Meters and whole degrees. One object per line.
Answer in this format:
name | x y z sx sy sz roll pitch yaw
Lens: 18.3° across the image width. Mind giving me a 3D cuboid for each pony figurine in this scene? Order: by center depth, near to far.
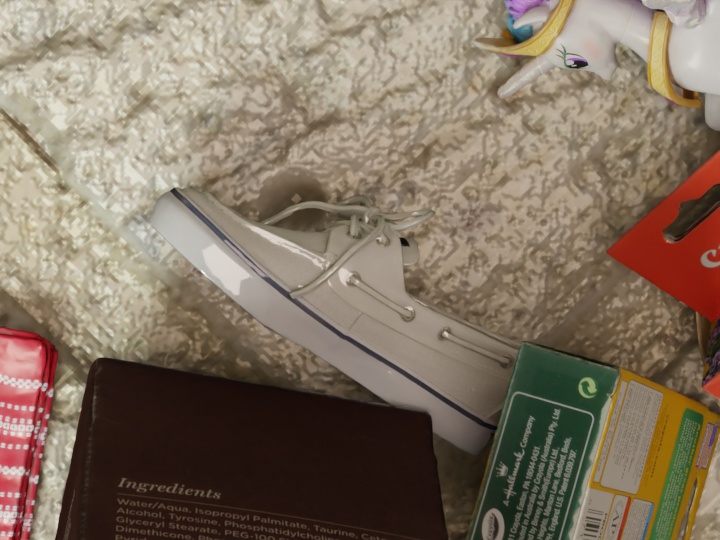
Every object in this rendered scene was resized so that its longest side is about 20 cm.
pony figurine | 0.168 -0.134 1.011 0.199 0.167 0.194 20 122 1

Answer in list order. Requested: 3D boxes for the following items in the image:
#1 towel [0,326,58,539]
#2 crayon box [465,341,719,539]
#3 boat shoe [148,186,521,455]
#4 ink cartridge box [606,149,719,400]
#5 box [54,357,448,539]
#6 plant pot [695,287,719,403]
towel | -0.228 0.117 1.057 0.144 0.022 0.201 9 99 -9
crayon box | 0.108 0.110 1.039 0.051 0.200 0.126 15 87 24
boat shoe | 0.002 0.002 1.045 0.202 0.075 0.086 34 94 -16
ink cartridge box | 0.220 0.031 1.041 0.200 0.050 0.109 33 133 -13
box | -0.056 0.169 0.979 0.163 0.200 0.166 10 120 -9
plant pot | 0.259 0.011 1.111 0.199 0.027 0.201 -2 100 -9
